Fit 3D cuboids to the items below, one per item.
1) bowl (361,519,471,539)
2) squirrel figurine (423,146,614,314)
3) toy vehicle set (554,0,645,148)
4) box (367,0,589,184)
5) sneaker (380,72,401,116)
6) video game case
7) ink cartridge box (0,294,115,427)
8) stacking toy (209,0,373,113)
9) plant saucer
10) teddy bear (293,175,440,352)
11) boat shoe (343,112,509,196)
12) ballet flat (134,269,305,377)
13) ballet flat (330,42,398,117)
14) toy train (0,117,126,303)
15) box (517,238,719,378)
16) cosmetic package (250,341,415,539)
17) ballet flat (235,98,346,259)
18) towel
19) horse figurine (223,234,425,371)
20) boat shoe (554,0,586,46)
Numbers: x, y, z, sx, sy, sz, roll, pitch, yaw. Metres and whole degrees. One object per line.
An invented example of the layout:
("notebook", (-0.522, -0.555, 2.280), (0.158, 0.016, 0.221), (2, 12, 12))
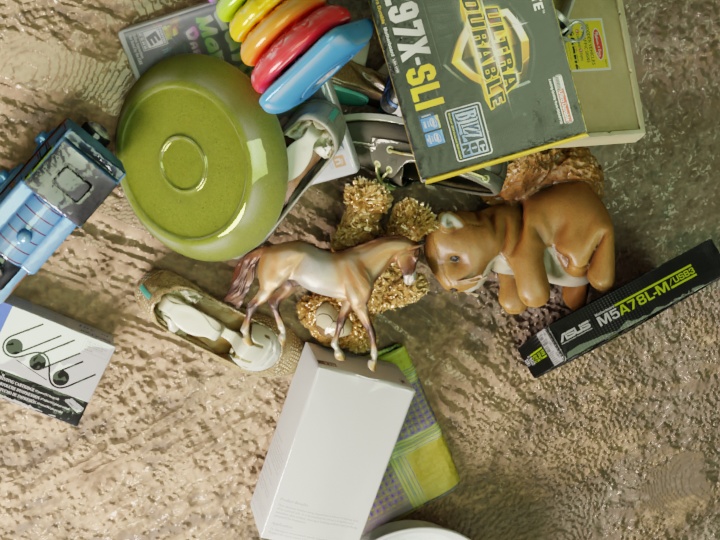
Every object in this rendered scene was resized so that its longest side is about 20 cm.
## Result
("bowl", (0.045, 0.357, 1.403), (0.201, 0.090, 0.201), (-5, 107, -15))
("squirrel figurine", (0.160, -0.055, 1.310), (0.187, 0.142, 0.200), (2, 87, -3))
("toy vehicle set", (0.211, -0.224, 1.266), (0.124, 0.027, 0.200), (-4, 78, -13))
("box", (0.103, -0.196, 1.131), (0.160, 0.049, 0.200), (-15, 101, 7))
("sneaker", (0.083, -0.227, 1.227), (0.077, 0.076, 0.200), (23, 71, -11))
("video game case", (-0.116, -0.165, 1.212), (0.182, 0.023, 0.200), (-15, 110, 13))
("ink cartridge box", (-0.355, 0.074, 1.239), (0.200, 0.044, 0.094), (24, 96, -20))
("stacking toy", (-0.094, -0.249, 1.116), (0.110, 0.116, 0.200), (-39, 92, 24))
("plant saucer", (-0.160, -0.103, 1.180), (0.200, 0.031, 0.200), (8, 107, 27))
("teddy bear", (0.000, 0.000, 1.270), (0.145, 0.067, 0.200), (36, 113, -20))
("boat shoe", (0.047, -0.112, 1.240), (0.202, 0.072, 0.060), (6, 71, 15))
("ballet flat", (-0.141, 0.066, 1.283), (0.200, 0.065, 0.071), (26, 100, -20))
("ballet flat", (0.019, -0.191, 1.252), (0.200, 0.068, 0.072), (17, 83, -9))
("toy train", (-0.307, -0.057, 1.177), (0.087, 0.114, 0.200), (42, 92, -21))
("box", (0.271, 0.045, 1.320), (0.193, 0.200, 0.048), (-30, 82, -5))
("cosmetic package", (-0.032, 0.188, 1.318), (0.113, 0.081, 0.200), (17, 100, -18))
("ballet flat", (-0.088, -0.081, 1.198), (0.067, 0.064, 0.200), (36, 113, -10))
("towel", (0.021, 0.190, 1.385), (0.144, 0.023, 0.200), (-23, 110, -7))
("horse figurine", (-0.045, 0.019, 1.227), (0.200, 0.050, 0.133), (11, 100, 14))
("boat shoe", (0.172, -0.229, 1.191), (0.075, 0.086, 0.202), (42, 64, -36))
